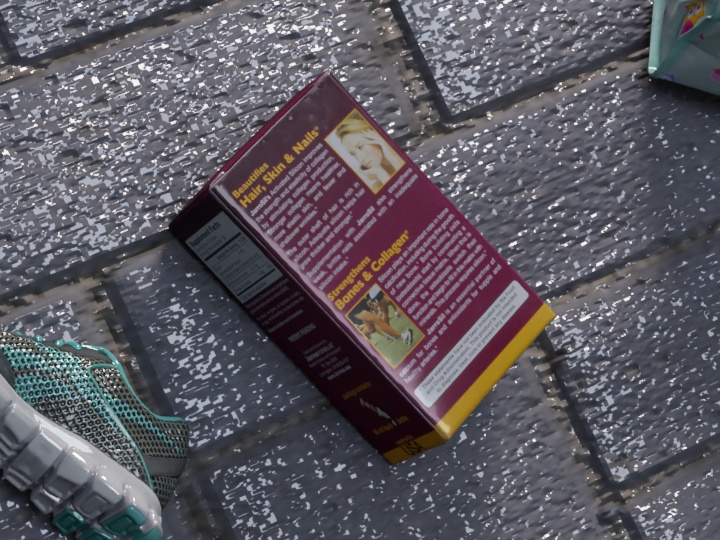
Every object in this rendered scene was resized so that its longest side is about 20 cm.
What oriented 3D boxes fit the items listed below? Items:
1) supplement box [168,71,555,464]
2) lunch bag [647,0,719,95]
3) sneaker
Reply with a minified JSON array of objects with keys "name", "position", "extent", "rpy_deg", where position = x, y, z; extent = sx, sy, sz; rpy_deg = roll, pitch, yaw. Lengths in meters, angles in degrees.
[{"name":"supplement box","position":[0.000,0.000,1.393],"extent":[0.200,0.086,0.110],"rpy_deg":[47,63,-5]},{"name":"lunch bag","position":[0.288,-0.208,1.561],"extent":[0.169,0.122,0.202],"rpy_deg":[18,61,-15]},{"name":"sneaker","position":[-0.177,0.068,1.316],"extent":[0.200,0.077,0.091],"rpy_deg":[43,48,-11]}]
